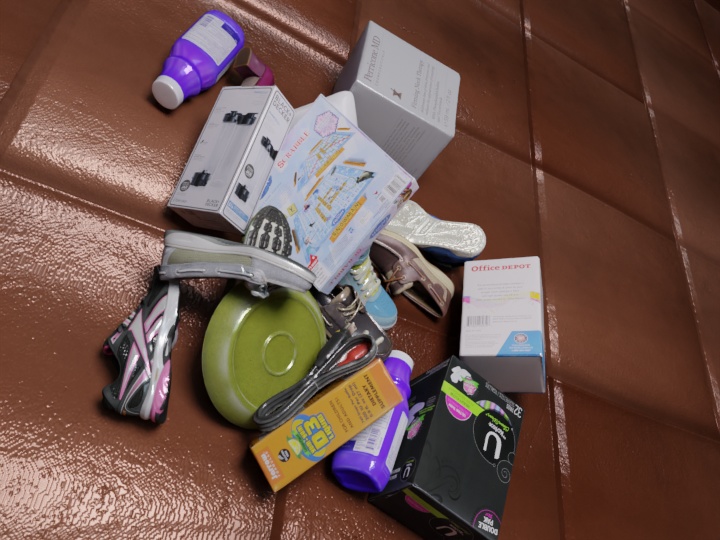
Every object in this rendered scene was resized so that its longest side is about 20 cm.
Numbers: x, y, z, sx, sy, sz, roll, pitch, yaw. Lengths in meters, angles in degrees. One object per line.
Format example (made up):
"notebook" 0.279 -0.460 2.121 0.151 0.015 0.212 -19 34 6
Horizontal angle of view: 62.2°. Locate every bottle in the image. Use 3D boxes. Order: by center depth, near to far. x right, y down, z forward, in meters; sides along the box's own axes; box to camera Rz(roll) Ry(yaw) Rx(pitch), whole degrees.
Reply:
"bottle" 0.026 0.205 0.841 0.066 0.081 0.203 62 37 -34
"bottle" -0.263 -0.338 0.964 0.082 0.065 0.203 32 52 -11

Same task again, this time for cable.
"cable" -0.044 0.140 0.763 0.200 0.095 0.051 -48 128 -27

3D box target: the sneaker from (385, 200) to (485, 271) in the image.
"sneaker" 0.115 -0.057 1.046 0.193 0.112 0.079 14 72 3

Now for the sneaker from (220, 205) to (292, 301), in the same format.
"sneaker" -0.157 0.007 0.811 0.076 0.087 0.206 28 72 -41

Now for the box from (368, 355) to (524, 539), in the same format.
"box" 0.125 0.259 0.846 0.147 0.124 0.203 35 52 -10

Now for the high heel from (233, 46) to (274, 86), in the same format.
"high heel" -0.188 -0.259 0.989 0.096 0.066 0.206 42 60 -57

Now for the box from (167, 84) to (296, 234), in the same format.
"box" -0.181 -0.161 0.851 0.060 0.114 0.206 41 63 -52

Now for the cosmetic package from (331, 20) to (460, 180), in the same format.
"cosmetic package" 0.053 -0.291 1.080 0.195 0.166 0.172 23 54 -17

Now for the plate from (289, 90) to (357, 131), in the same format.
"plate" -0.094 -0.180 0.931 0.032 0.194 0.206 51 27 -61

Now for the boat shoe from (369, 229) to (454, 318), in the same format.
"boat shoe" 0.072 0.008 0.990 0.198 0.072 0.073 38 49 -16

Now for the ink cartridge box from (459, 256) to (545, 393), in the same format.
"ink cartridge box" 0.238 0.079 0.985 0.127 0.124 0.205 63 31 -49

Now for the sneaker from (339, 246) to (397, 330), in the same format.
"sneaker" 0.000 0.000 0.908 0.199 0.130 0.080 41 49 -5

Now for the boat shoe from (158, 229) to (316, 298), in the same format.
"boat shoe" -0.150 0.000 0.725 0.195 0.074 0.067 13 90 5

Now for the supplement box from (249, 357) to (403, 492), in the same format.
"supplement box" -0.044 0.193 0.763 0.197 0.069 0.068 -33 90 -11

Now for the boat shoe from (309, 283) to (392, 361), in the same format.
"boat shoe" -0.034 0.061 0.871 0.197 0.074 0.075 35 50 5

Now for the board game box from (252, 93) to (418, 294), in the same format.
"board game box" -0.051 -0.110 0.851 0.200 0.201 0.041 44 4 19

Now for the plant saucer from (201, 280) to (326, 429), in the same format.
"plant saucer" -0.112 0.107 0.779 0.196 0.031 0.208 -5 97 -43

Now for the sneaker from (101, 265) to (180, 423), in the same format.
"sneaker" -0.269 0.080 0.734 0.083 0.081 0.205 7 54 -15
